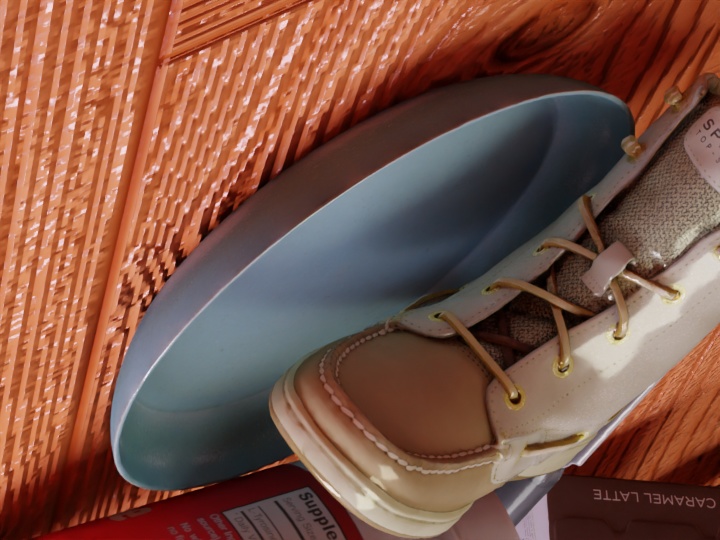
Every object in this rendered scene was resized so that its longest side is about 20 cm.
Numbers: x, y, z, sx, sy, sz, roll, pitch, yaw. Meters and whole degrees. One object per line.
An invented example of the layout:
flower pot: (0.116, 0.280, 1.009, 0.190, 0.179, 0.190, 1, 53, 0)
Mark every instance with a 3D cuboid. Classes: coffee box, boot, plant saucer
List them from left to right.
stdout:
plant saucer: (0.000, 0.000, 0.889, 0.200, 0.027, 0.200, -31, 161, -12)
boot: (0.067, 0.007, 0.873, 0.155, 0.072, 0.200, -44, 165, 24)
coffee box: (0.119, 0.183, 1.374, 0.114, 0.080, 0.200, 4, 148, -12)

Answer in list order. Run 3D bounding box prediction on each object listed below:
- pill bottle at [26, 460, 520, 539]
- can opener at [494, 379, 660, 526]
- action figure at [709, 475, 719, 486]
pill bottle: (-0.045, 0.130, 0.947, 0.200, 0.112, 0.112, -15, 153, -27)
can opener: (0.058, 0.072, 1.091, 0.200, 0.053, 0.067, -49, 167, 15)
action figure: (0.216, 0.121, 1.501, 0.200, 0.055, 0.118, -37, 160, -14)
